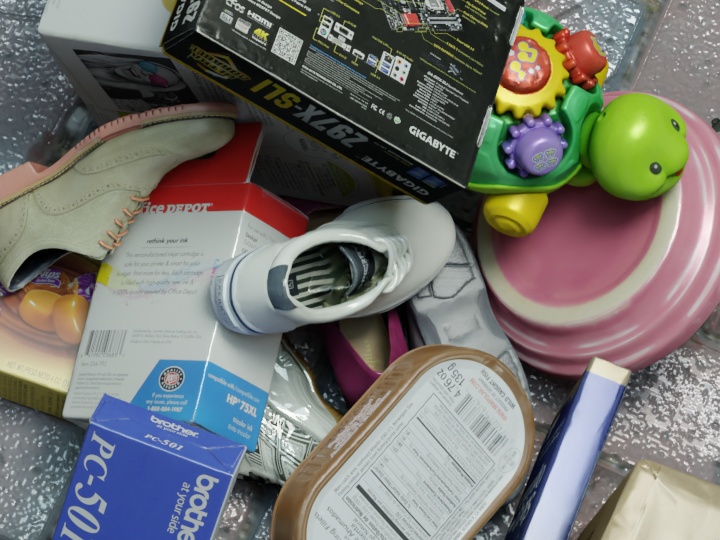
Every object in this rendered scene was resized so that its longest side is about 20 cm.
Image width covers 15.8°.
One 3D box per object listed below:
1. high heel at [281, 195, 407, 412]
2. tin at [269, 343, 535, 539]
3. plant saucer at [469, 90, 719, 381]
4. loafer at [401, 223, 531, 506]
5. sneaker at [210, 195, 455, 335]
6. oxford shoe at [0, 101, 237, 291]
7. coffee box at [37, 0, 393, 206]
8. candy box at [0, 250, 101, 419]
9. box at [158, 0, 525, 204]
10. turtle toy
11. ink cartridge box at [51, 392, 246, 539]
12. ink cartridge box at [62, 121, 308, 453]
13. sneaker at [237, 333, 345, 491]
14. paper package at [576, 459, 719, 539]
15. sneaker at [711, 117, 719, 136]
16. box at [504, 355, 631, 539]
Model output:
[{"bbox_3d":[-0.007,-0.001,1.711,0.067,0.096,0.200,-15,72,-11],"label":"high heel"},{"bbox_3d":[0.028,0.132,1.623,0.112,0.042,0.200,47,70,-14],"label":"tin"},{"bbox_3d":[0.153,-0.029,1.707,0.200,0.051,0.201,-13,66,30],"label":"plant saucer"},{"bbox_3d":[0.066,0.062,1.718,0.072,0.063,0.201,-13,80,-10],"label":"loafer"},{"bbox_3d":[0.000,0.000,1.617,0.200,0.071,0.073,-23,104,-43],"label":"sneaker"},{"bbox_3d":[-0.155,-0.048,1.637,0.200,0.071,0.074,-25,76,27],"label":"oxford shoe"},{"bbox_3d":[-0.064,-0.180,1.692,0.197,0.200,0.200,10,68,16],"label":"coffee box"},{"bbox_3d":[-0.255,0.011,1.699,0.200,0.056,0.117,20,68,-1],"label":"candy box"},{"bbox_3d":[-0.004,-0.155,1.533,0.200,0.049,0.160,29,63,-24],"label":"box"},{"bbox_3d":[0.113,-0.103,1.647,0.200,0.101,0.146,26,68,-1],"label":"turtle toy"},{"bbox_3d":[-0.145,0.183,1.585,0.094,0.200,0.044,21,24,1],"label":"ink cartridge box"},{"bbox_3d":[-0.106,0.011,1.647,0.116,0.067,0.200,0,69,38],"label":"ink cartridge box"},{"bbox_3d":[-0.046,0.120,1.685,0.088,0.076,0.200,-39,79,4],"label":"sneaker"},{"bbox_3d":[0.164,0.233,1.586,0.103,0.200,0.191,26,69,4],"label":"paper package"},{"bbox_3d":[0.237,-0.052,1.753,0.200,0.071,0.098,-20,36,22],"label":"sneaker"},{"bbox_3d":[0.115,0.163,1.649,0.032,0.121,0.200,22,68,1],"label":"box"}]
